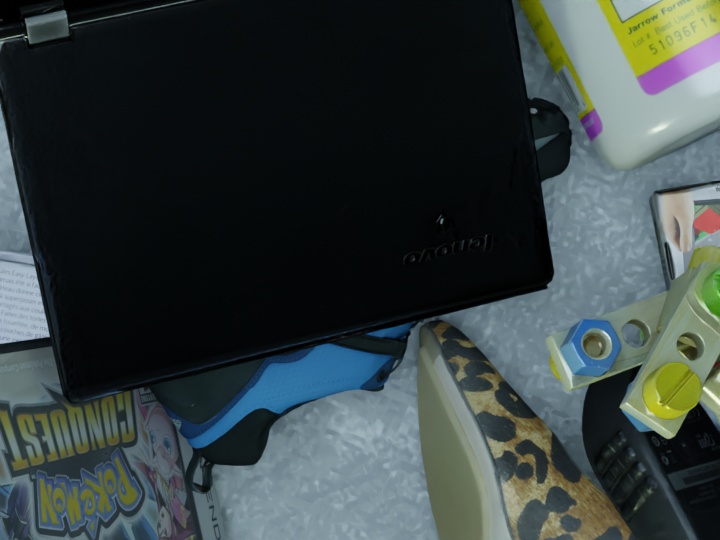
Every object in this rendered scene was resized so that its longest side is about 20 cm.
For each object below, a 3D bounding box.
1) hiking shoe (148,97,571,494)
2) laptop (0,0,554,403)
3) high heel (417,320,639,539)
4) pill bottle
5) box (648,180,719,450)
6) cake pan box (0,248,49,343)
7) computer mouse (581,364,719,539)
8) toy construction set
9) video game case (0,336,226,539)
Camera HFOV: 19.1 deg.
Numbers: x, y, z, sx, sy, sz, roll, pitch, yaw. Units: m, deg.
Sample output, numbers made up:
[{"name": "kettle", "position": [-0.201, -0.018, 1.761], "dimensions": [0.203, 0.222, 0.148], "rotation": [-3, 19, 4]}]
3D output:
[{"name": "hiking shoe", "position": [0.000, 0.000, 0.839], "dimensions": [0.200, 0.074, 0.087], "rotation": [-30, 119, -11]}, {"name": "laptop", "position": [-0.046, -0.081, 0.792], "dimensions": [0.187, 0.116, 0.200], "rotation": [-13, 48, -13]}, {"name": "high heel", "position": [0.109, 0.097, 0.845], "dimensions": [0.142, 0.071, 0.200], "rotation": [-14, 68, -23]}, {"name": "pill bottle", "position": [0.096, -0.147, 0.814], "dimensions": [0.104, 0.104, 0.200], "rotation": [-27, 87, 5]}, {"name": "box", "position": [0.221, 0.005, 0.833], "dimensions": [0.200, 0.035, 0.110], "rotation": [-10, 88, 5]}, {"name": "cake pan box", "position": [-0.208, 0.072, 0.867], "dimensions": [0.200, 0.052, 0.184], "rotation": [8, 92, 6]}, {"name": "computer mouse", "position": [0.134, 0.123, 0.786], "dimensions": [0.034, 0.059, 0.200], "rotation": [-37, 69, 33]}, {"name": "toy construction set", "position": [0.176, 0.004, 0.767], "dimensions": [0.131, 0.092, 0.200], "rotation": [43, 84, 3]}, {"name": "video game case", "position": [-0.097, 0.113, 0.781], "dimensions": [0.025, 0.200, 0.181], "rotation": [-13, 88, 19]}]
